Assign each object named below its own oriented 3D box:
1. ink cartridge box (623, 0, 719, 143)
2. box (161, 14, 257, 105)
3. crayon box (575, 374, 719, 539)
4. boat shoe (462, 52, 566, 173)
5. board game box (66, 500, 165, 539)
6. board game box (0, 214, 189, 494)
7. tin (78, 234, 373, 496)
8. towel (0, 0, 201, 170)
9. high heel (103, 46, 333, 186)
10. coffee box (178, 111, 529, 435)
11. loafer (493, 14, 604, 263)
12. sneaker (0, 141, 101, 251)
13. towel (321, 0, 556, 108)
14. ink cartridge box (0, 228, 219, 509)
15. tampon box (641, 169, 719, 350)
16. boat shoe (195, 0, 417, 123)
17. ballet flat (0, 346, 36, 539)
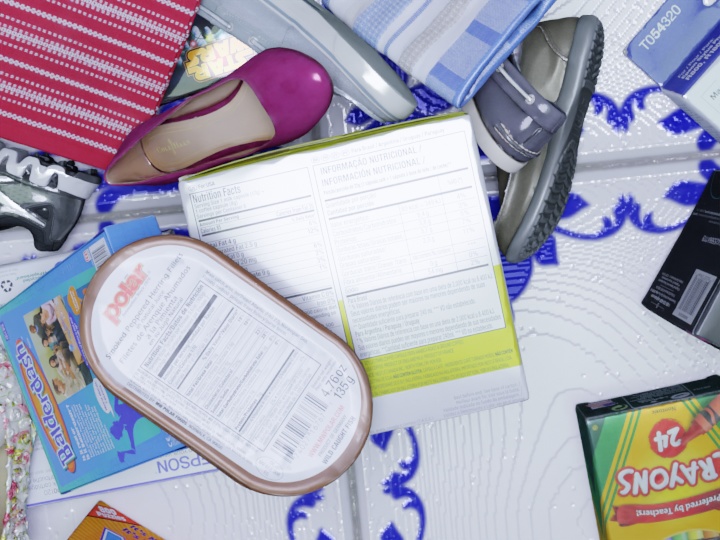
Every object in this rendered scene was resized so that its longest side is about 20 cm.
[{"bbox_3d":[0.346,-0.181,0.849,0.200,0.043,0.197,40,96,-5],"label":"ink cartridge box"},{"bbox_3d":[-0.156,-0.204,0.854,0.199,0.040,0.138,-18,97,3],"label":"box"},{"bbox_3d":[0.259,0.199,0.891,0.126,0.051,0.202,-12,97,2],"label":"crayon box"},{"bbox_3d":[0.099,-0.168,0.801,0.063,0.072,0.201,-37,55,33],"label":"boat shoe"},{"bbox_3d":[-0.192,0.342,0.839,0.199,0.200,0.201,31,96,-3],"label":"board game box"},{"bbox_3d":[-0.182,0.067,0.770,0.199,0.045,0.153,-25,86,46],"label":"board game box"},{"bbox_3d":[-0.082,0.058,0.672,0.199,0.042,0.112,35,75,-3],"label":"tin"},{"bbox_3d":[-0.206,-0.168,0.794,0.144,0.023,0.201,17,122,-22],"label":"towel"},{"bbox_3d":[-0.102,-0.096,0.763,0.096,0.199,0.068,-41,105,-35],"label":"high heel"},{"bbox_3d":[0.000,0.000,0.796,0.198,0.200,0.199,-13,97,4],"label":"coffee box"},{"bbox_3d":[0.136,-0.105,0.854,0.069,0.075,0.201,16,88,22],"label":"loafer"},{"bbox_3d":[-0.313,-0.070,0.859,0.199,0.066,0.091,20,94,-4],"label":"sneaker"},{"bbox_3d":[0.061,-0.217,0.792,0.147,0.200,0.024,-49,137,7],"label":"towel"},{"bbox_3d":[-0.226,0.083,0.887,0.197,0.043,0.202,-11,96,4],"label":"ink cartridge box"},{"bbox_3d":[0.344,0.027,0.819,0.199,0.150,0.127,28,96,-2],"label":"tampon box"},{"bbox_3d":[-0.047,-0.160,0.795,0.201,0.070,0.072,41,106,15],"label":"boat shoe"},{"bbox_3d":[-0.295,0.156,0.848,0.075,0.064,0.202,-2,97,5],"label":"ballet flat"}]
